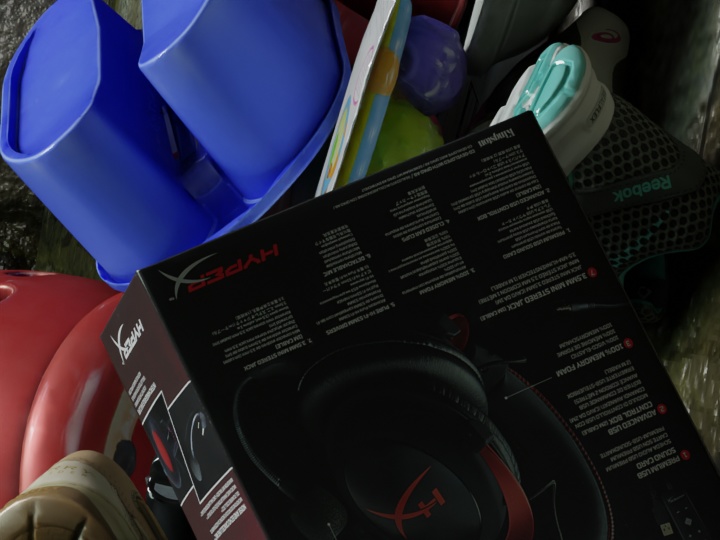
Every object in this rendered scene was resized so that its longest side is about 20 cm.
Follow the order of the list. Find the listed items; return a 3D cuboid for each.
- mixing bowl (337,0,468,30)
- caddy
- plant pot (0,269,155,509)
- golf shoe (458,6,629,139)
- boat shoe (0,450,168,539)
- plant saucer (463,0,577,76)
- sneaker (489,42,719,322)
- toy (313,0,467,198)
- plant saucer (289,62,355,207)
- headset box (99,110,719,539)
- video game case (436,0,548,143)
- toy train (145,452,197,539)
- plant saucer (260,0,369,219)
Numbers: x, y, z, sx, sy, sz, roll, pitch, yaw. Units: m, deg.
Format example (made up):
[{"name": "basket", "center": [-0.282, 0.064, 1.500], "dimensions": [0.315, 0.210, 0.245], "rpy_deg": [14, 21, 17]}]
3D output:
[{"name": "mixing bowl", "center": [0.007, -0.207, 1.304], "dimensions": [0.200, 0.108, 0.201], "rpy_deg": [-167, 90, -83]}, {"name": "caddy", "center": [-0.074, -0.072, 1.245], "dimensions": [0.141, 0.105, 0.200], "rpy_deg": [-37, 24, 13]}, {"name": "plant pot", "center": [-0.129, 0.094, 1.275], "dimensions": [0.182, 0.200, 0.201], "rpy_deg": [-8, 69, 40]}, {"name": "golf shoe", "center": [0.067, -0.032, 1.182], "dimensions": [0.088, 0.077, 0.200], "rpy_deg": [-62, 4, -25]}, {"name": "boat shoe", "center": [-0.065, 0.158, 1.001], "dimensions": [0.065, 0.071, 0.201], "rpy_deg": [-49, -58, -68]}, {"name": "plant saucer", "center": [0.089, -0.168, 1.134], "dimensions": [0.200, 0.050, 0.201], "rpy_deg": [-165, 90, -90]}, {"name": "sneaker", "center": [0.067, 0.001, 1.062], "dimensions": [0.078, 0.091, 0.200], "rpy_deg": [-65, 7, -31]}, {"name": "toy", "center": [0.008, -0.043, 1.116], "dimensions": [0.115, 0.047, 0.201], "rpy_deg": [-88, 19, -70]}, {"name": "plant saucer", "center": [0.000, 0.000, 1.294], "dimensions": [0.200, 0.036, 0.201], "rpy_deg": [-3, -90, -78]}, {"name": "headset box", "center": [0.028, 0.071, 0.919], "dimensions": [0.201, 0.148, 0.075], "rpy_deg": [63, 159, 10]}, {"name": "video game case", "center": [0.063, -0.144, 1.348], "dimensions": [0.182, 0.024, 0.201], "rpy_deg": [-101, 23, -59]}, {"name": "toy train", "center": [-0.066, 0.153, 1.099], "dimensions": [0.046, 0.034, 0.201], "rpy_deg": [-55, -30, -63]}, {"name": "plant saucer", "center": [-0.024, -0.048, 1.413], "dimensions": [0.200, 0.051, 0.201], "rpy_deg": [15, -90, -78]}]
